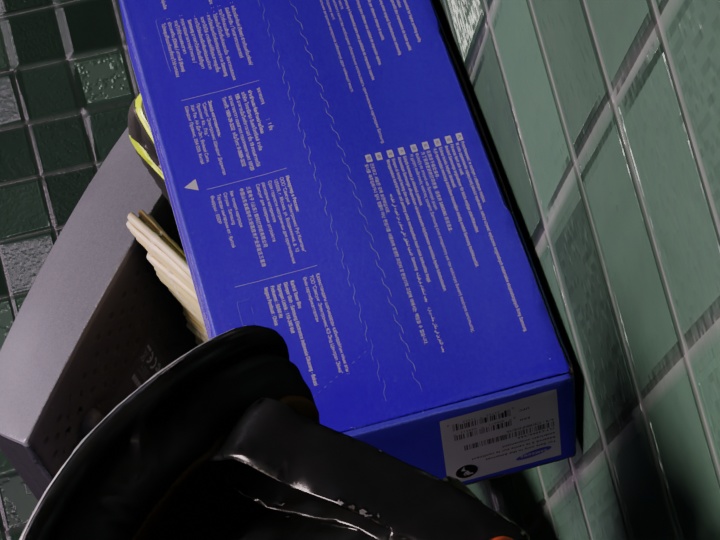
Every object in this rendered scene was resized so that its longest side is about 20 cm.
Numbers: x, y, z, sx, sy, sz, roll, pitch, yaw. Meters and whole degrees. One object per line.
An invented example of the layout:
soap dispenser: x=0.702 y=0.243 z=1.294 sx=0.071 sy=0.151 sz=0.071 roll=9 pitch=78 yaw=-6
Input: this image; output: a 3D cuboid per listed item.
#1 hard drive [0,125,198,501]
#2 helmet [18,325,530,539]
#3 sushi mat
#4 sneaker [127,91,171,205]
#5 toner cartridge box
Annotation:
hard drive: x=-0.070 y=0.010 z=1.033 sx=0.200 sy=0.042 sz=0.135 roll=-61 pitch=-30 yaw=-24
helmet: x=-0.007 y=0.128 z=0.654 sx=0.191 sy=0.199 sz=0.200 roll=89 pitch=166 yaw=-54
sushi mat: x=-0.008 y=0.057 z=0.923 sx=0.200 sy=0.012 sz=0.096 roll=42 pitch=167 yaw=37
sneaker: x=0.000 y=0.000 z=0.934 sx=0.075 sy=0.076 sz=0.200 roll=33 pitch=159 yaw=51
toner cartridge box: x=-0.009 y=-0.022 z=0.813 sx=0.043 sy=0.095 sz=0.200 roll=84 pitch=171 yaw=-52
